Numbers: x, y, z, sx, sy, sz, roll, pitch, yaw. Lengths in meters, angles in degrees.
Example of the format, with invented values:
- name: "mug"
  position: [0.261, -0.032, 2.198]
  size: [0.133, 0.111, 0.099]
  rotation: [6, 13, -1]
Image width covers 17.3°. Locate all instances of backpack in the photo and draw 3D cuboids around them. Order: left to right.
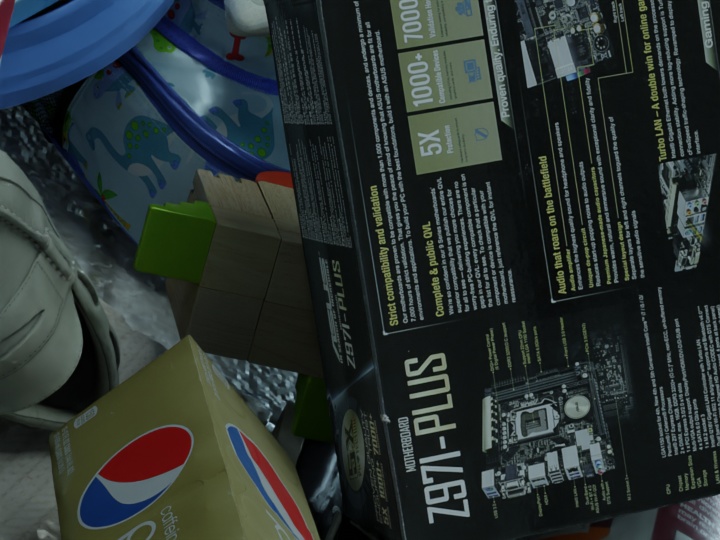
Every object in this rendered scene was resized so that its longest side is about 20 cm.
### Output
- name: "backpack"
  position: [-0.058, -0.095, 1.077]
  size: [0.183, 0.147, 0.200]
  rotation: [-10, 55, -46]

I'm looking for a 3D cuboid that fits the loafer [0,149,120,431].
- name: "loafer"
  position: [-0.121, 0.010, 0.786]
  size: [0.070, 0.070, 0.200]
  rotation: [52, 0, 16]

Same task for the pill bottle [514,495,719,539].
- name: "pill bottle"
  position: [0.108, 0.114, 0.945]
  size: [0.114, 0.114, 0.200]
  rotation: [31, 29, -1]

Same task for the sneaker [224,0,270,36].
- name: "sneaker"
  position: [0.025, -0.068, 0.987]
  size: [0.200, 0.081, 0.075]
  rotation: [46, -12, -9]

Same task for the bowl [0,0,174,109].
- name: "bowl"
  position: [-0.169, -0.153, 0.985]
  size: [0.200, 0.039, 0.201]
  rotation: [0, 54, 1]

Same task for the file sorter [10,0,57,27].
- name: "file sorter"
  position: [-0.204, -0.187, 0.911]
  size: [0.139, 0.123, 0.200]
  rotation: [-33, 61, -21]

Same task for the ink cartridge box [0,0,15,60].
- name: "ink cartridge box"
  position: [-0.210, -0.060, 0.814]
  size: [0.145, 0.200, 0.083]
  rotation: [33, 58, 3]

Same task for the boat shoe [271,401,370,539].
- name: "boat shoe"
  position: [-0.019, 0.115, 0.865]
  size: [0.063, 0.073, 0.200]
  rotation: [25, 24, -5]

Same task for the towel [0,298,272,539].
- name: "towel"
  position: [-0.120, 0.063, 0.886]
  size: [0.132, 0.035, 0.200]
  rotation: [34, 28, 3]

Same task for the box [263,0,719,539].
- name: "box"
  position: [0.066, -0.015, 0.837]
  size: [0.163, 0.201, 0.086]
  rotation: [-11, 7, -14]

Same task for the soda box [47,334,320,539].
- name: "soda box"
  position: [-0.047, 0.101, 0.728]
  size: [0.068, 0.064, 0.200]
  rotation: [53, 5, -25]

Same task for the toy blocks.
- name: "toy blocks"
  position: [0.000, 0.000, 0.948]
  size: [0.200, 0.100, 0.137]
  rotation: [12, 16, -14]
